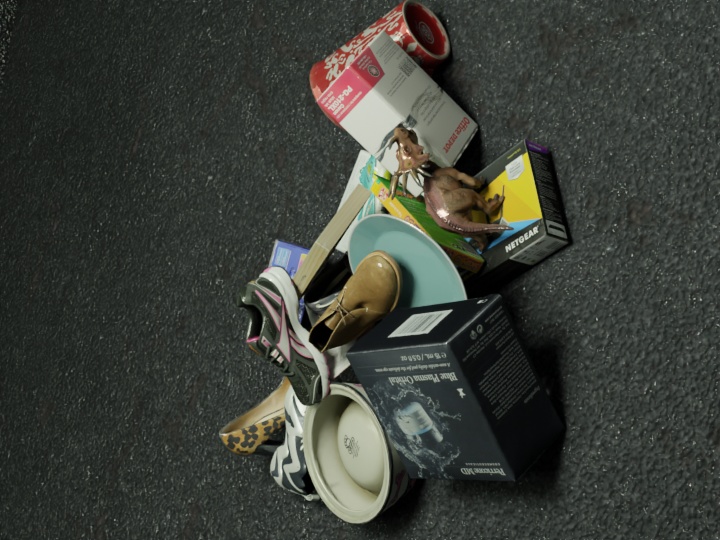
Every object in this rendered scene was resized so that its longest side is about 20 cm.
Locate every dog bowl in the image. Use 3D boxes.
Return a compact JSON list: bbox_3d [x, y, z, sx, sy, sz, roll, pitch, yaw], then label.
[{"bbox_3d":[0.004,0.252,1.624,0.199,0.073,0.202,14,109,49],"label":"dog bowl"}]

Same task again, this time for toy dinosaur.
[{"bbox_3d":[0.108,-0.095,1.503,0.086,0.135,0.200,-55,48,20],"label":"toy dinosaur"}]

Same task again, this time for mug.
[{"bbox_3d":[0.048,-0.308,1.795,0.200,0.178,0.134,-33,16,36],"label":"mug"}]

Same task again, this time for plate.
[{"bbox_3d":[0.066,0.009,1.495,0.199,0.026,0.201,30,140,29],"label":"plate"}]

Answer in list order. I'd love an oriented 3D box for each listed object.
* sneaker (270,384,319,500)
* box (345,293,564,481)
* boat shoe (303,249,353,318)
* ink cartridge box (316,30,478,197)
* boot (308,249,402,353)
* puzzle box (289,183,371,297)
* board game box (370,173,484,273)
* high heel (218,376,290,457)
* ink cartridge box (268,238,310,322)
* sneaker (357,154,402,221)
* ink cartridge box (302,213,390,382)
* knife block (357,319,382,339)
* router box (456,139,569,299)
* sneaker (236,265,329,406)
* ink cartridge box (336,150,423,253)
[{"bbox_3d":[-0.067,0.259,1.749,0.129,0.079,0.201,30,102,51],"label":"sneaker"},{"bbox_3d":[0.117,0.151,1.439,0.196,0.117,0.201,-11,112,51],"label":"box"},{"bbox_3d":[0.000,0.000,1.605,0.200,0.063,0.073,-42,45,24],"label":"boat shoe"},{"bbox_3d":[0.056,-0.223,1.629,0.084,0.200,0.145,-41,9,38],"label":"ink cartridge box"},{"bbox_3d":[-0.008,0.050,1.526,0.074,0.075,0.200,48,138,11],"label":"boot"},{"bbox_3d":[-0.057,-0.023,1.635,0.133,0.025,0.200,-57,1,-38],"label":"puzzle box"},{"bbox_3d":[0.086,-0.068,1.568,0.030,0.095,0.200,-56,37,18],"label":"board game box"},{"bbox_3d":[-0.140,0.200,1.810,0.071,0.142,0.202,20,93,53],"label":"high heel"},{"bbox_3d":[-0.118,0.026,1.826,0.200,0.076,0.138,-144,69,-86],"label":"ink cartridge box"},{"bbox_3d":[0.029,-0.154,1.717,0.079,0.077,0.202,2,83,46],"label":"sneaker"},{"bbox_3d":[0.012,0.044,1.651,0.200,0.045,0.177,-42,45,24],"label":"ink cartridge box"},{"bbox_3d":[0.009,0.123,1.705,0.200,0.064,0.176,-47,43,27],"label":"knife block"},{"bbox_3d":[0.184,-0.062,1.559,0.200,0.051,0.150,-37,51,42],"label":"router box"},{"bbox_3d":[-0.118,0.102,1.604,0.080,0.086,0.201,-19,96,55],"label":"sneaker"},{"bbox_3d":[0.053,-0.078,1.759,0.199,0.047,0.161,28,100,36],"label":"ink cartridge box"}]
